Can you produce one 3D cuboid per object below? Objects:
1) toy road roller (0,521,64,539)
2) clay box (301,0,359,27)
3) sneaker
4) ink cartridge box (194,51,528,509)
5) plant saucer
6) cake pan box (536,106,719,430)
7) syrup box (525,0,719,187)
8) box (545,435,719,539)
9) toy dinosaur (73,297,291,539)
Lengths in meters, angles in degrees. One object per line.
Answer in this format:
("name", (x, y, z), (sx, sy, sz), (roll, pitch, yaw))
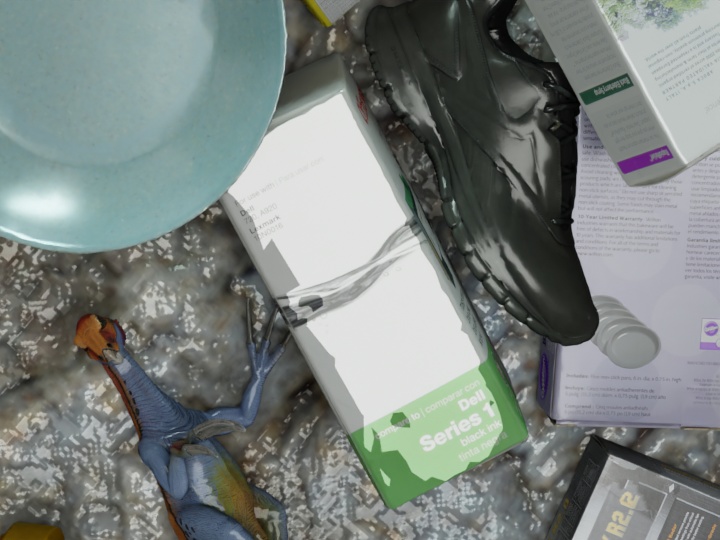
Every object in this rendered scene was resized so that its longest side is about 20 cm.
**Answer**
("toy road roller", (-0.180, 0.230, 1.441), (0.145, 0.123, 0.201), (8, 98, 6))
("clay box", (-0.019, -0.212, 1.359), (0.115, 0.200, 0.048), (-41, 59, 0))
("sneaker", (0.079, -0.059, 1.415), (0.090, 0.076, 0.201), (-27, 88, 12))
("ink cartridge box", (0.000, 0.000, 1.408), (0.084, 0.146, 0.201), (-27, 102, 4))
("plant saucer", (-0.131, -0.110, 1.320), (0.199, 0.039, 0.203), (1, 97, 6))
("cake pan box", (0.199, -0.009, 1.484), (0.199, 0.052, 0.186), (1, 101, -7))
("syrup box", (0.127, -0.148, 1.356), (0.078, 0.081, 0.201), (-31, 95, -17))
("box", (0.160, 0.212, 1.514), (0.158, 0.048, 0.201), (22, 95, -10))
("toy dinosaur", (-0.094, 0.110, 1.450), (0.181, 0.105, 0.201), (36, 106, 9))
